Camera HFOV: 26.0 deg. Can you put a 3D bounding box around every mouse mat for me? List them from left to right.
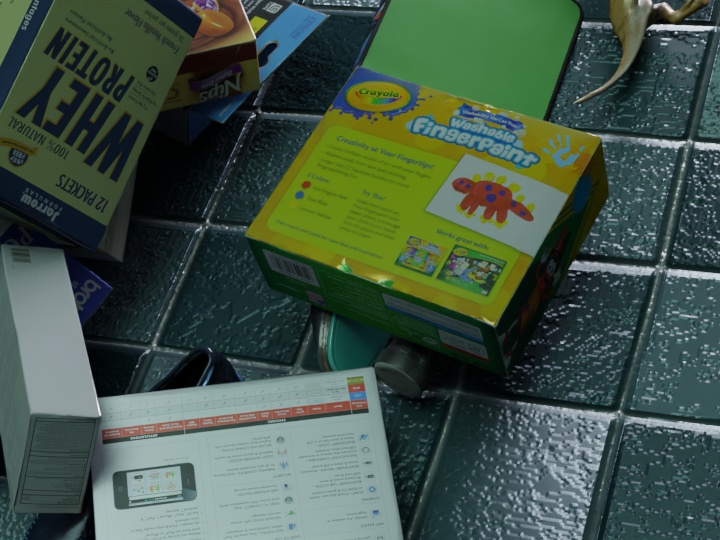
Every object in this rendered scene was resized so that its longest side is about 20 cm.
[{"bbox_3d":[0.091,-0.182,1.265,0.160,0.008,0.201,27,59,-7],"label":"mouse mat"}]

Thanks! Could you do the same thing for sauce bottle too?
[{"bbox_3d":[0.078,0.004,1.146,0.065,0.065,0.200,21,64,30],"label":"sauce bottle"}]

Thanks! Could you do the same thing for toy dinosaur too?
[{"bbox_3d":[0.227,-0.210,1.282,0.106,0.060,0.201,-27,40,28],"label":"toy dinosaur"}]

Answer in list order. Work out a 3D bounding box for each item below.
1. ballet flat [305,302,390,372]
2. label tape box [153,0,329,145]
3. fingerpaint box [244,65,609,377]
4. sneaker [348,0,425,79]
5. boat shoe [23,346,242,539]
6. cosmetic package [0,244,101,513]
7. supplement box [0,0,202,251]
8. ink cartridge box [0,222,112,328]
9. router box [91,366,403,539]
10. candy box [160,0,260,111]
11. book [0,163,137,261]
[{"bbox_3d":[0.000,0.000,1.177,0.073,0.073,0.201,10,63,23],"label":"ballet flat"},{"bbox_3d":[-0.137,-0.185,1.357,0.200,0.063,0.144,27,64,32],"label":"label tape box"},{"bbox_3d":[0.049,-0.038,1.097,0.199,0.073,0.167,19,63,25],"label":"fingerpaint box"},{"bbox_3d":[0.039,-0.195,1.307,0.075,0.078,0.200,37,57,-13],"label":"sneaker"},{"bbox_3d":[-0.172,0.129,1.120,0.084,0.069,0.200,25,64,31],"label":"boat shoe"},{"bbox_3d":[-0.219,0.070,1.069,0.050,0.083,0.200,6,31,-22],"label":"cosmetic package"},{"bbox_3d":[-0.264,-0.147,1.169,0.199,0.134,0.201,18,81,38],"label":"supplement box"},{"bbox_3d":[-0.284,0.060,1.177,0.094,0.044,0.200,38,55,-5],"label":"ink cartridge box"},{"bbox_3d":[-0.076,0.163,1.030,0.199,0.049,0.180,-5,59,-6],"label":"router box"},{"bbox_3d":[-0.163,-0.219,1.301,0.116,0.057,0.200,-14,46,-10],"label":"candy box"},{"bbox_3d":[-0.285,-0.086,1.285,0.199,0.048,0.134,6,79,11],"label":"book"}]
